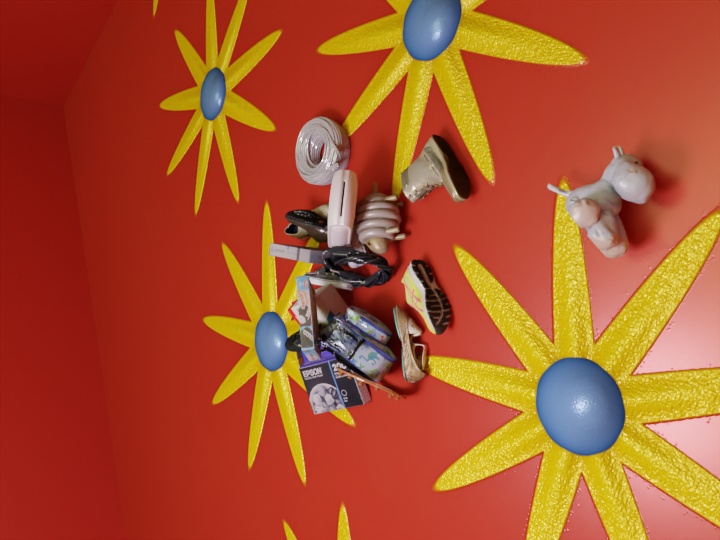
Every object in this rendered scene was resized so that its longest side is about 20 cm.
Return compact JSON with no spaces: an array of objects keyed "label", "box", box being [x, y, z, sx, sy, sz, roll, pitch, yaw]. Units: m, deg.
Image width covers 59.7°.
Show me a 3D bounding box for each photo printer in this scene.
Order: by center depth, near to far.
[{"label":"photo printer","box":[-0.048,-0.158,1.640,0.200,0.069,0.168,100,175,-73]}]

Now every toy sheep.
[{"label":"toy sheep","box":[0.048,-0.137,1.654,0.137,0.137,0.202,-22,60,45]}]

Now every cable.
[{"label":"cable","box":[0.000,0.000,1.680,0.198,0.164,0.051,4,56,25]},{"label":"cable","box":[-0.116,-0.357,1.875,0.199,0.069,0.202,-29,67,44]}]

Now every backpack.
[{"label":"backpack","box":[0.005,0.189,1.638,0.199,0.183,0.147,38,92,4]}]

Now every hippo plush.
[{"label":"hippo plush","box":[0.487,-0.132,1.194,0.161,0.159,0.200,-42,16,18]}]

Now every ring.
[{"label":"ring","box":[0.025,0.295,1.618,0.199,0.200,0.019,17,80,46]}]

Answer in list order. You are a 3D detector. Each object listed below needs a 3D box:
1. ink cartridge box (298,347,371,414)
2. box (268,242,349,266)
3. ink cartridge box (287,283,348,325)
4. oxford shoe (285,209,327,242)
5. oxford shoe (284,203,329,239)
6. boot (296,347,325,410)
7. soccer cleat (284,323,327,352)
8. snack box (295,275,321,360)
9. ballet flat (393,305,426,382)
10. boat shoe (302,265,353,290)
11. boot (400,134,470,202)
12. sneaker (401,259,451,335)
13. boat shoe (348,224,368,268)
[{"label":"ink cartridge box","box":[-0.085,0.299,1.793,0.197,0.043,0.202,-20,89,37]},{"label":"box","box":[-0.149,-0.047,1.841,0.199,0.155,0.042,9,94,47]},{"label":"ink cartridge box","box":[-0.131,0.126,1.845,0.199,0.067,0.117,-25,107,44]},{"label":"oxford shoe","box":[-0.135,-0.121,1.843,0.198,0.073,0.085,21,129,16]},{"label":"oxford shoe","box":[-0.154,-0.146,1.907,0.199,0.073,0.071,-34,65,41]},{"label":"boot","box":[-0.110,0.306,1.859,0.187,0.068,0.202,-24,76,35]},{"label":"soccer cleat","box":[-0.156,0.186,1.801,0.199,0.081,0.068,-20,54,37]},{"label":"snack box","box":[-0.138,0.128,1.671,0.037,0.116,0.202,-8,68,3]},{"label":"ballet flat","box":[0.133,0.184,1.610,0.065,0.070,0.202,-13,81,18]},{"label":"boat shoe","box":[-0.094,0.014,1.846,0.199,0.070,0.067,8,87,47]},{"label":"boot","box":[0.180,-0.214,1.548,0.155,0.072,0.201,-45,53,36]},{"label":"sneaker","box":[0.160,0.077,1.572,0.090,0.078,0.202,-49,50,44]},{"label":"boat shoe","box":[-0.007,-0.107,1.765,0.066,0.073,0.202,-13,77,18]}]
